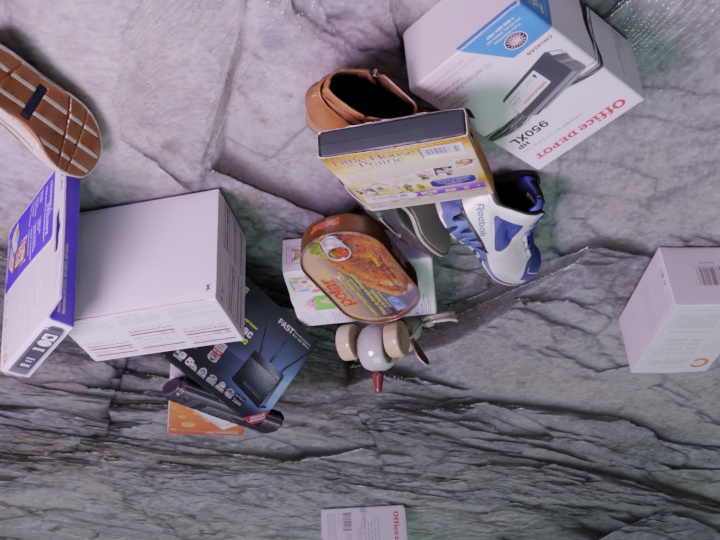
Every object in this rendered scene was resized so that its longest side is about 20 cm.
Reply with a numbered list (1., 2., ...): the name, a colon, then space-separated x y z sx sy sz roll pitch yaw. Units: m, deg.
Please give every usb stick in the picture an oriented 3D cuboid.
1. usb stick: -0.197 0.198 1.329 0.055 0.033 0.199 -23 143 38

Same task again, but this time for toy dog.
1. toy dog: 0.047 0.116 1.297 0.131 0.098 0.199 -5 -179 43

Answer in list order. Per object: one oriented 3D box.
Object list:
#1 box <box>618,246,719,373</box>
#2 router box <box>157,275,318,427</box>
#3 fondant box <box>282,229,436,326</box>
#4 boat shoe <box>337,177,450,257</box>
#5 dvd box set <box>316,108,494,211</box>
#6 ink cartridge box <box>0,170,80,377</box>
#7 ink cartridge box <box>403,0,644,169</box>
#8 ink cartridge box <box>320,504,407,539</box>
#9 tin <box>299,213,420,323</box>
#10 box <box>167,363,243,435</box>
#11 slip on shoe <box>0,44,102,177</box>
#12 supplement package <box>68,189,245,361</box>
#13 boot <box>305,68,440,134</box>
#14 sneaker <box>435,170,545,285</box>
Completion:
1. box: 0.472 0.061 1.327 0.123 0.098 0.201 -1 146 -5
2. router box: -0.171 0.100 1.248 0.062 0.151 0.200 19 159 51
3. fondant box: 0.002 0.010 1.243 0.197 0.059 0.145 -7 147 3
4. boat shoe: 0.043 -0.081 1.110 0.057 0.067 0.200 -3 147 38
5. dvd box set: 0.053 -0.107 0.925 0.144 0.030 0.200 -8 167 15
6. ink cartridge box: -0.363 -0.007 1.055 0.043 0.200 0.200 13 145 -34
7. ink cartridge box: 0.163 -0.203 0.906 0.199 0.085 0.144 23 139 -35
8. ink cartridge box: 0.009 0.632 2.112 0.197 0.147 0.083 -3 149 -1
9. tin: 0.000 0.000 1.145 0.111 0.042 0.200 -22 139 17
10. box: -0.235 0.171 1.417 0.123 0.098 0.201 3 147 -11
11. slip on shoe: -0.345 -0.168 0.942 0.060 0.077 0.200 26 171 31
12. supplement package: -0.252 0.007 1.123 0.197 0.157 0.111 -8 149 8
13. boot: 0.042 -0.158 0.927 0.198 0.078 0.155 17 174 -10
14. sneaker: 0.192 -0.057 1.136 0.114 0.081 0.199 -23 141 31
